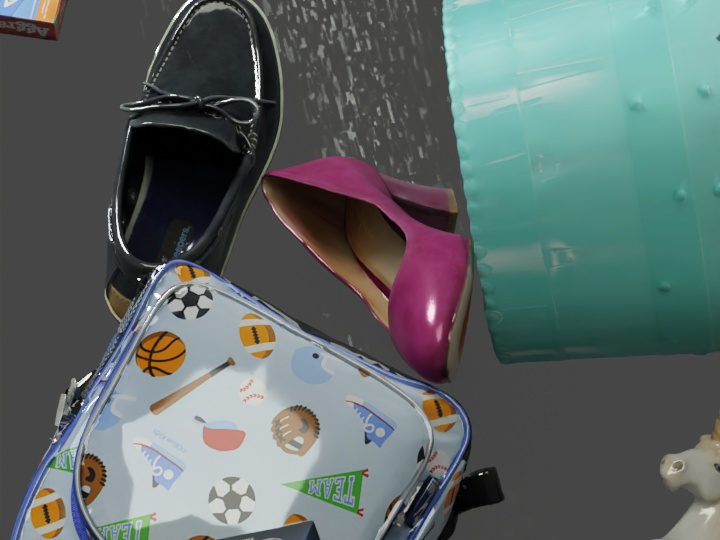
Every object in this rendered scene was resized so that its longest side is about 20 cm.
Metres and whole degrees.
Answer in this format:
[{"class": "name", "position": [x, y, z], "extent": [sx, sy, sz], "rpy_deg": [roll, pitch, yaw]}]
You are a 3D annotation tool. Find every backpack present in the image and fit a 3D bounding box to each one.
[{"class": "backpack", "position": [-0.059, 0.110, 1.114], "extent": [0.199, 0.154, 0.191], "rpy_deg": [27, 78, 9]}]

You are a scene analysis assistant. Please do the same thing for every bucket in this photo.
[{"class": "bucket", "position": [0.117, -0.054, 1.181], "extent": [0.134, 0.207, 0.208], "rpy_deg": [-8, 60, 6]}]

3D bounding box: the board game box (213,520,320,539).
[{"class": "board game box", "position": [-0.094, 0.185, 1.041], "extent": [0.199, 0.136, 0.035], "rpy_deg": [-13, 21, 17]}]

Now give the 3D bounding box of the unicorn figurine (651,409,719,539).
[{"class": "unicorn figurine", "position": [0.141, 0.159, 1.141], "extent": [0.137, 0.074, 0.201], "rpy_deg": [-17, 76, -22]}]

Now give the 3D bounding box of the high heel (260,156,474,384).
[{"class": "high heel", "position": [0.000, 0.000, 1.181], "extent": [0.095, 0.068, 0.200], "rpy_deg": [7, 16, -5]}]

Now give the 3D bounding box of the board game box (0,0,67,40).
[{"class": "board game box", "position": [-0.192, -0.216, 1.367], "extent": [0.102, 0.019, 0.201], "rpy_deg": [8, 60, 4]}]

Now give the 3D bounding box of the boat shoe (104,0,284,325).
[{"class": "boat shoe", "position": [-0.082, -0.062, 1.259], "extent": [0.074, 0.062, 0.201], "rpy_deg": [10, 59, 6]}]
